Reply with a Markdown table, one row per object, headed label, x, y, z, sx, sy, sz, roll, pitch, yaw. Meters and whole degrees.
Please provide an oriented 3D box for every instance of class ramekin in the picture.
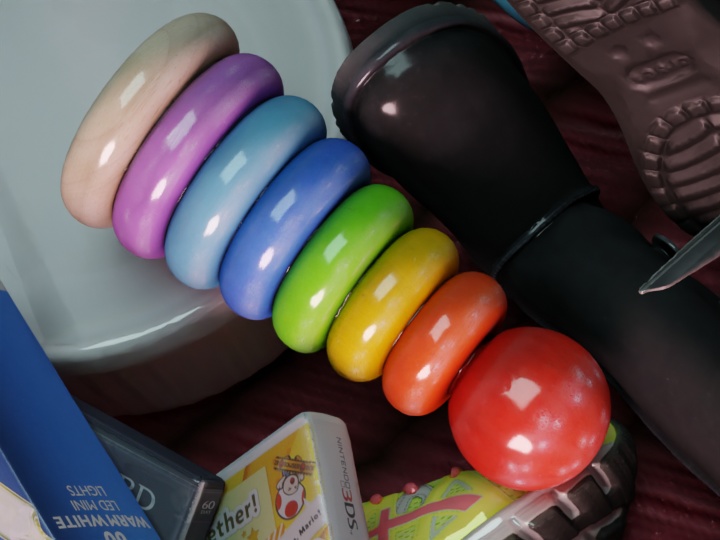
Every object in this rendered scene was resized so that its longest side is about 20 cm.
| label | x | y | z | sx | sy | sz | roll | pitch | yaw |
| --- | --- | --- | --- | --- | --- | --- | --- | --- | --- |
| ramekin | -0.091 | -0.037 | 1.051 | 0.202 | 0.094 | 0.203 | -6 | 62 | 12 |

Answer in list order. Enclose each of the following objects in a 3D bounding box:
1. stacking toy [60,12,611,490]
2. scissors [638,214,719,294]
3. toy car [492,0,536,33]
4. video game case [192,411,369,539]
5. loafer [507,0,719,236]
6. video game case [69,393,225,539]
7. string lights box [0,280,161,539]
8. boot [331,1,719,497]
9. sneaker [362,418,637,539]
| label | x | y | z | sx | sy | sz | roll | pitch | yaw |
| --- | --- | --- | --- | --- | --- | --- | --- | --- | --- |
| stacking toy | 0.000 | 0.000 | 0.923 | 0.200 | 0.085 | 0.085 | 35 | 77 | 10 |
| scissors | 0.155 | -0.045 | 0.903 | 0.200 | 0.014 | 0.073 | -19 | 66 | -26 |
| toy car | 0.154 | -0.178 | 1.039 | 0.177 | 0.185 | 0.200 | 26 | 26 | -8 |
| video game case | -0.057 | 0.171 | 0.913 | 0.200 | 0.023 | 0.182 | -38 | 52 | 38 |
| loafer | 0.118 | -0.079 | 0.937 | 0.073 | 0.200 | 0.071 | -13 | 47 | 32 |
| video game case | -0.137 | 0.135 | 0.955 | 0.143 | 0.019 | 0.200 | 26 | 98 | 32 |
| string lights box | -0.129 | 0.093 | 0.908 | 0.103 | 0.059 | 0.200 | -45 | 64 | 21 |
| boot | 0.088 | 0.010 | 0.939 | 0.066 | 0.165 | 0.200 | -43 | 60 | 6 |
| sneaker | 0.005 | 0.104 | 0.962 | 0.200 | 0.078 | 0.090 | -35 | 57 | -4 |
